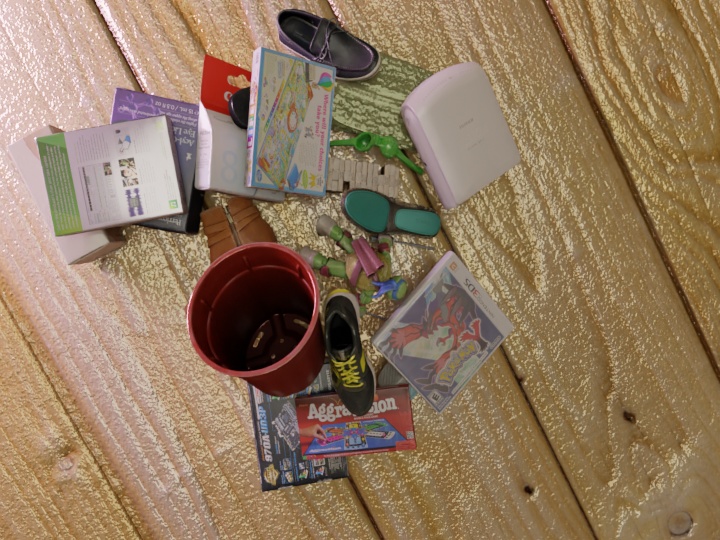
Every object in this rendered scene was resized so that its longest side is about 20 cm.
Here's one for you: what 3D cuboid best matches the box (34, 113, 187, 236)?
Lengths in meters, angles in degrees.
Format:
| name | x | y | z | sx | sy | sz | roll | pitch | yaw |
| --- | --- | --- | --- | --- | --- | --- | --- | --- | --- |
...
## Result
| name | x | y | z | sx | sy | sz | roll | pitch | yaw |
| --- | --- | --- | --- | --- | --- | --- | --- | --- | --- |
| box | -0.370 | -0.141 | 0.855 | 0.193 | 0.036 | 0.150 | -10 | 94 | -5 |

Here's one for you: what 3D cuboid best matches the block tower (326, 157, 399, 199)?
| name | x | y | z | sx | sy | sz | roll | pitch | yaw |
| --- | --- | --- | --- | --- | --- | --- | --- | --- | --- |
| block tower | -0.030 | -0.160 | 0.979 | 0.192 | 0.054 | 0.060 | 4 | 92 | -6 |

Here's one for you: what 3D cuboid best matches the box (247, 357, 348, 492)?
| name | x | y | z | sx | sy | sz | roll | pitch | yaw |
| --- | --- | --- | --- | --- | --- | --- | --- | --- | --- |
| box | -0.108 | 0.268 | 0.996 | 0.153 | 0.046 | 0.208 | -8 | 94 | -4 |

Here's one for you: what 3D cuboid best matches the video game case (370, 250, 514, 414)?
| name | x | y | z | sx | sy | sz | roll | pitch | yaw |
| --- | --- | --- | --- | --- | --- | --- | --- | --- | --- |
| video game case | 0.140 | 0.105 | 0.951 | 0.200 | 0.023 | 0.183 | -46 | 107 | -5 |

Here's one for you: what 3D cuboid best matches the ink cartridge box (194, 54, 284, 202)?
| name | x | y | z | sx | sy | sz | roll | pitch | yaw |
| --- | --- | --- | --- | --- | --- | --- | --- | --- | --- |
| ink cartridge box | -0.183 | -0.222 | 0.917 | 0.046 | 0.158 | 0.208 | 7 | 93 | 38 |

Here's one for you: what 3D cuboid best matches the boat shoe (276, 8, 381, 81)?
| name | x | y | z | sx | sy | sz | roll | pitch | yaw |
| --- | --- | --- | --- | --- | --- | --- | --- | --- | --- |
| boat shoe | -0.056 | -0.372 | 0.938 | 0.196 | 0.062 | 0.076 | 29 | 90 | 11 |

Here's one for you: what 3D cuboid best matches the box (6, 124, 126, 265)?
| name | x | y | z | sx | sy | sz | roll | pitch | yaw |
| --- | --- | --- | --- | --- | --- | --- | --- | --- | --- |
| box | -0.470 | -0.118 | 0.923 | 0.076 | 0.095 | 0.205 | -26 | 96 | -4 |

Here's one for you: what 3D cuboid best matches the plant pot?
| name | x | y | z | sx | sy | sz | roll | pitch | yaw |
| --- | --- | --- | --- | --- | --- | --- | --- | --- | --- |
| plant pot | -0.139 | 0.095 | 0.889 | 0.193 | 0.197 | 0.207 | -4 | 62 | 7 |

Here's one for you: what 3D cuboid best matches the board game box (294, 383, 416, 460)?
| name | x | y | z | sx | sy | sz | roll | pitch | yaw |
| --- | --- | --- | --- | --- | --- | --- | --- | --- | --- |
| board game box | -0.009 | 0.252 | 0.950 | 0.193 | 0.019 | 0.107 | -8 | 92 | 8 |

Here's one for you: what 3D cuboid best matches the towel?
| name | x | y | z | sx | sy | sz | roll | pitch | yaw |
| --- | --- | --- | --- | --- | --- | --- | --- | --- | --- |
| towel | 0.029 | -0.299 | 0.987 | 0.193 | 0.036 | 0.154 | 14 | 91 | -4 |

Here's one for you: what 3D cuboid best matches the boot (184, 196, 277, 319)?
| name | x | y | z | sx | sy | sz | roll | pitch | yaw |
| --- | --- | --- | --- | --- | --- | --- | --- | --- | --- |
| boot | -0.236 | -0.024 | 0.960 | 0.197 | 0.073 | 0.158 | -31 | 97 | -15 |

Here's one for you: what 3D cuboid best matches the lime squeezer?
| name | x | y | z | sx | sy | sz | roll | pitch | yaw |
| --- | --- | --- | --- | --- | --- | --- | --- | --- | --- |
| lime squeezer | 0.022 | -0.210 | 0.974 | 0.193 | 0.071 | 0.039 | 13 | 86 | -5 |

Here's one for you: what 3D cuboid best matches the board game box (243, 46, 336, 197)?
| name | x | y | z | sx | sy | sz | roll | pitch | yaw |
| --- | --- | --- | --- | --- | --- | --- | --- | --- | --- |
| board game box | -0.110 | -0.226 | 0.896 | 0.131 | 0.034 | 0.208 | 4 | 93 | -32 |

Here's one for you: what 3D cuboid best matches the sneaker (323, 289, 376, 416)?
| name | x | y | z | sx | sy | sz | roll | pitch | yaw |
| --- | --- | --- | --- | --- | --- | --- | --- | --- | --- |
| sneaker | -0.025 | 0.137 | 0.888 | 0.072 | 0.085 | 0.207 | -12 | 100 | 10 |

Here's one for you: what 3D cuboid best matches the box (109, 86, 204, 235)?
| name | x | y | z | sx | sy | sz | roll | pitch | yaw |
| --- | --- | --- | --- | --- | --- | --- | --- | --- | --- |
| box | -0.326 | -0.171 | 0.927 | 0.143 | 0.104 | 0.208 | 9 | 92 | -6 |

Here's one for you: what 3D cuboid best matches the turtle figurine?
| name | x | y | z | sx | sy | sz | roll | pitch | yaw |
| --- | --- | --- | --- | --- | --- | --- | --- | --- | --- |
| turtle figurine | 0.000 | 0.000 | 0.980 | 0.190 | 0.199 | 0.147 | 30 | 114 | 14 |

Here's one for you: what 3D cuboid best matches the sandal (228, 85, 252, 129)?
| name | x | y | z | sx | sy | sz | roll | pitch | yaw |
| --- | --- | --- | --- | --- | --- | --- | --- | --- | --- |
| sandal | -0.124 | -0.284 | 0.924 | 0.200 | 0.047 | 0.077 | -41 | 112 | -36 |

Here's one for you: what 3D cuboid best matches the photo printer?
| name | x | y | z | sx | sy | sz | roll | pitch | yaw |
| --- | --- | --- | --- | --- | --- | --- | --- | --- | --- |
| photo printer | 0.167 | -0.235 | 0.964 | 0.164 | 0.069 | 0.204 | -32 | 104 | -14 |

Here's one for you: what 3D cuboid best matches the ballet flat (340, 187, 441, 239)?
| name | x | y | z | sx | sy | sz | roll | pitch | yaw |
| --- | --- | --- | --- | --- | --- | --- | --- | --- | --- |
| ballet flat | 0.043 | -0.093 | 0.967 | 0.194 | 0.075 | 0.070 | 10 | 94 | -26 |

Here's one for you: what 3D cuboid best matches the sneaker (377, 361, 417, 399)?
| name | x | y | z | sx | sy | sz | roll | pitch | yaw |
| --- | --- | --- | --- | --- | --- | --- | --- | --- | --- |
| sneaker | 0.118 | 0.155 | 1.010 | 0.199 | 0.074 | 0.083 | -40 | 125 | -7 |
